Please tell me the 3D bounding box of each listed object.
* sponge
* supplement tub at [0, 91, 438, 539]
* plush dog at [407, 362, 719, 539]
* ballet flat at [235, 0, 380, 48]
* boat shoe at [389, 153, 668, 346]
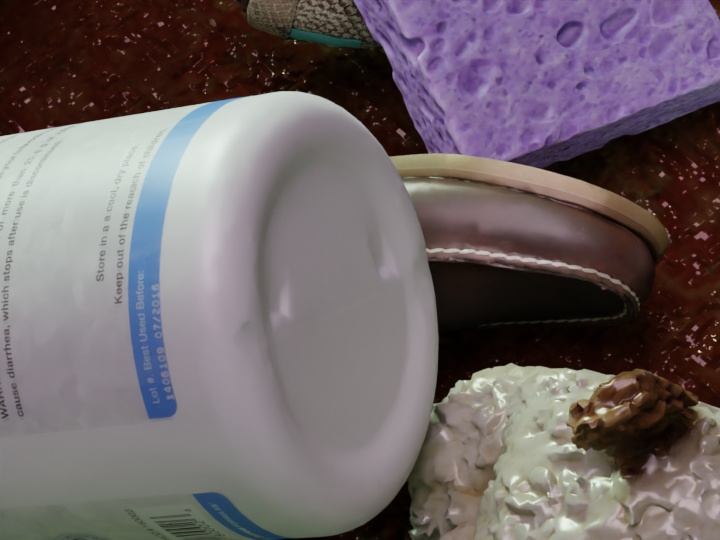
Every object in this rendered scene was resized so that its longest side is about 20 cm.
[{"bbox_3d":[0.039,-0.133,0.972,0.111,0.030,0.201,-22,78,-20],"label":"sponge"},{"bbox_3d":[-0.089,0.022,0.865,0.199,0.132,0.132,-6,54,29],"label":"supplement tub"},{"bbox_3d":[0.072,0.121,0.805,0.199,0.160,0.173,17,85,21],"label":"plush dog"},{"bbox_3d":[0.014,-0.164,1.025,0.075,0.068,0.201,18,66,-3],"label":"ballet flat"},{"bbox_3d":[0.000,0.000,0.933,0.199,0.070,0.071,7,63,24],"label":"boat shoe"}]
